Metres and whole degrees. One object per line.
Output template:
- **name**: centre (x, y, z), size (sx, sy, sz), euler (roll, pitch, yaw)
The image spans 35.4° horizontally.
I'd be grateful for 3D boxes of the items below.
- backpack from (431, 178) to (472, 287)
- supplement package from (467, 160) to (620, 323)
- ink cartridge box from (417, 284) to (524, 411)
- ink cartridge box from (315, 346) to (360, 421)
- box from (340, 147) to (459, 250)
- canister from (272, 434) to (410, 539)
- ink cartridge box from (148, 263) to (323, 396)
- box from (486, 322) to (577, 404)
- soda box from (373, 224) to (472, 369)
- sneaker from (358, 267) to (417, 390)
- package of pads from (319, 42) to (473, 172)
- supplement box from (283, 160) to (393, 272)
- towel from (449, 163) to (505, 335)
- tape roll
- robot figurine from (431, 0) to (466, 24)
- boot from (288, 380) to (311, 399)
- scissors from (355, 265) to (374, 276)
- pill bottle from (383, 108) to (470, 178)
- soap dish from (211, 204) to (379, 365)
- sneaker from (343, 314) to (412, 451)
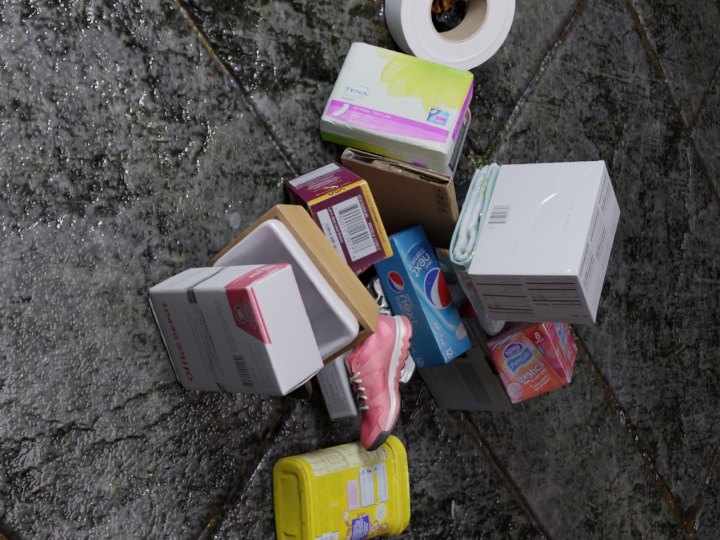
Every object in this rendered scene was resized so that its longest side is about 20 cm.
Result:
- **backpack**: centre (0.182, -0.035, 1.818), size (0.176, 0.153, 0.201), euler (-38, 109, -49)
- **supplement package**: centre (0.257, -0.039, 1.564), size (0.111, 0.155, 0.200), euler (60, 41, -44)
- **ink cartridge box**: centre (0.168, 0.123, 1.780), size (0.084, 0.175, 0.200), euler (-51, 124, -36)
- **ink cartridge box**: centre (-0.030, 0.093, 1.667), size (0.174, 0.043, 0.201), euler (-53, 128, -65)
- **box**: centre (0.064, -0.099, 1.633), size (0.200, 0.163, 0.021), euler (69, 42, -62)
- **canister**: centre (-0.027, 0.323, 1.625), size (0.200, 0.086, 0.149), euler (-4, 90, -46)
- **ink cartridge box**: centre (-0.158, 0.073, 1.411), size (0.085, 0.199, 0.146), euler (-32, 111, -44)
- **box**: centre (0.265, 0.116, 1.727), size (0.103, 0.094, 0.200), euler (66, 17, -3)
- **soda box**: centre (0.087, 0.039, 1.663), size (0.064, 0.068, 0.201), euler (-28, 97, -38)
- **sneaker**: centre (0.026, 0.078, 1.697), size (0.115, 0.075, 0.201), euler (31, 51, -41)
- **package of pads**: centre (0.056, -0.246, 1.670), size (0.068, 0.199, 0.155), euler (86, 23, -64)
- **supplement box**: centre (-0.034, -0.073, 1.549), size (0.085, 0.200, 0.111), euler (-22, 107, -8)
- **towel**: centre (0.195, -0.033, 1.658), size (0.171, 0.048, 0.200), euler (57, 43, -41)
- **tape roll**: centre (0.143, -0.420, 1.787), size (0.202, 0.071, 0.203), euler (-8, 115, -19)
- **robot figurine**: centre (0.149, -0.495, 1.879), size (0.200, 0.058, 0.145), euler (-47, 120, -39)
- **boot**: centre (-0.117, 0.092, 1.555), size (0.200, 0.073, 0.076), euler (57, 44, -24)
- **scissors**: centre (0.000, 0.000, 1.655), size (0.073, 0.014, 0.200), euler (27, 37, -6)
- **pill bottle**: centre (0.096, -0.179, 1.742), size (0.114, 0.114, 0.200), euler (48, 45, -34)
- **soap dish**: centre (-0.081, 0.024, 1.452), size (0.200, 0.157, 0.081), euler (52, 41, -3)
- **sneaker**: centre (0.012, 0.156, 1.613), size (0.086, 0.074, 0.201), euler (15, 74, -17)
